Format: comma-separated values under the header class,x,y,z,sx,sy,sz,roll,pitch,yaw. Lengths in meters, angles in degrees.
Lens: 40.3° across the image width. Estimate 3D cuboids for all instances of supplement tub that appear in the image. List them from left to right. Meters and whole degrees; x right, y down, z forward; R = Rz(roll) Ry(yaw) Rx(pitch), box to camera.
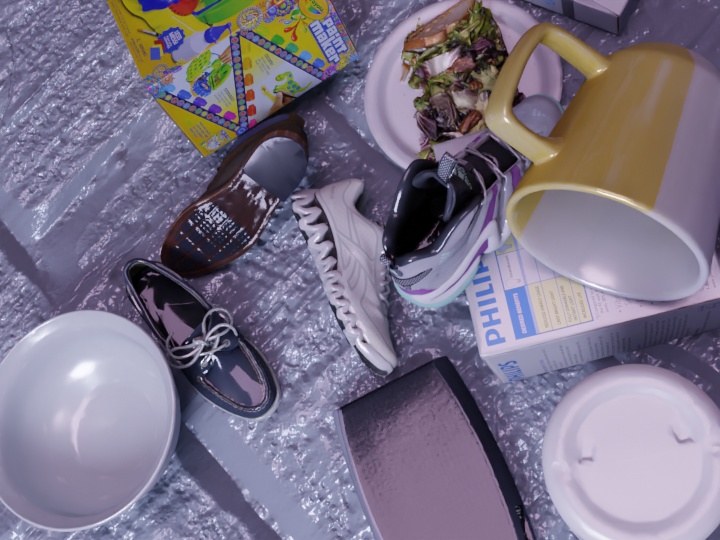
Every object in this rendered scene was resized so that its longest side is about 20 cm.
class,x,y,z,sx,sy,sz,roll,pitch,yaw
supplement tub,0.207,0.153,0.740,0.131,0.200,0.133,-4,72,13

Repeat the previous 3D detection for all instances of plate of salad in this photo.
class,x,y,z,sx,sy,sz,roll,pitch,yaw
plate of salad,0.097,-0.184,0.959,0.198,0.048,0.202,-4,72,13

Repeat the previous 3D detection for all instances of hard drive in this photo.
class,x,y,z,sx,sy,sz,roll,pitch,yaw
hard drive,0.061,0.185,0.854,0.134,0.042,0.201,-27,68,6

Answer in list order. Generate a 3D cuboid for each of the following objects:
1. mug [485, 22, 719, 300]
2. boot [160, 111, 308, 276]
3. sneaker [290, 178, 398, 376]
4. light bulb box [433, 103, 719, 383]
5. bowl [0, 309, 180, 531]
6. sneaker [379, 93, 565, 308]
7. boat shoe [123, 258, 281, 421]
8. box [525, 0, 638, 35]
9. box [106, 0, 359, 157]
class,x,y,z,sx,sy,sz,roll,pitch,yaw
mug,0.195,-0.090,0.705,0.148,0.187,0.154,13,67,35
boot,-0.120,-0.076,0.984,0.200,0.075,0.097,-39,21,23
sneaker,0.000,0.000,0.918,0.080,0.075,0.201,-21,69,-2
light bulb box,0.185,-0.028,0.844,0.198,0.125,0.200,-15,70,11
bowl,-0.247,0.144,0.926,0.199,0.090,0.203,-5,72,14
sneaker,0.086,-0.069,0.740,0.077,0.140,0.201,32,85,24
boat shoe,-0.154,0.062,0.938,0.075,0.062,0.200,-39,73,-7
box,0.203,-0.341,0.983,0.199,0.041,0.157,26,81,20
box,-0.138,-0.262,0.993,0.192,0.122,0.201,-32,57,3
